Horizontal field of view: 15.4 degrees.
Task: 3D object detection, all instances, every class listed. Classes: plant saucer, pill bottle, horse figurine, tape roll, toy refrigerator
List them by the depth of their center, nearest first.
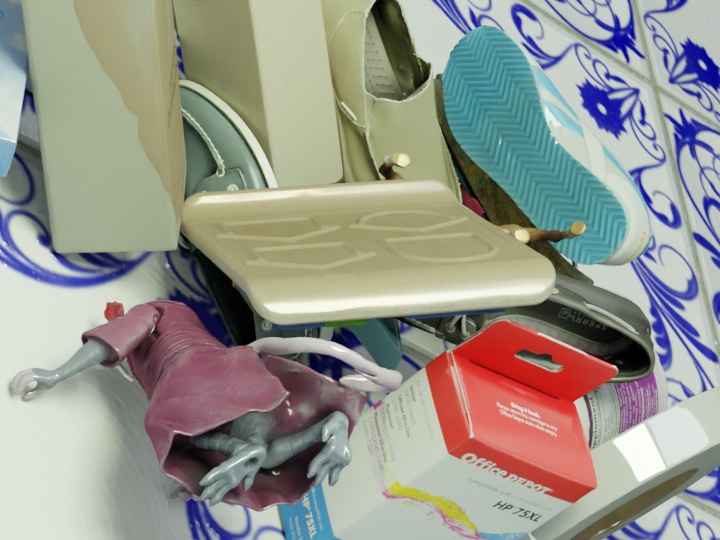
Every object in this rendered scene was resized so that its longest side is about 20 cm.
[{"bbox_3d":[-0.066,-0.140,1.718,0.076,0.200,0.070,25,47,36],"label":"toy refrigerator"},{"bbox_3d":[0.166,0.142,1.740,0.203,0.203,0.037,-12,68,-57],"label":"tape roll"},{"bbox_3d":[0.000,0.000,1.779,0.070,0.019,0.200,53,11,-21],"label":"plant saucer"},{"bbox_3d":[0.058,-0.027,1.780,0.199,0.133,0.050,18,73,-11],"label":"horse figurine"},{"bbox_3d":[0.121,0.098,1.813,0.200,0.112,0.112,-14,69,-57],"label":"pill bottle"}]

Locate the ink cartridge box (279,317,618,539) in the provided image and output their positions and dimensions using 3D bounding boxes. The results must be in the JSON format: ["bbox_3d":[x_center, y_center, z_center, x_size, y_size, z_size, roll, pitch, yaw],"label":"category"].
[{"bbox_3d":[0.058,0.120,1.616,0.116,0.200,0.067,23,41,-39],"label":"ink cartridge box"}]

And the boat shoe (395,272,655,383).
[{"bbox_3d":[0.104,0.028,1.725,0.199,0.067,0.057,13,24,-21],"label":"boat shoe"}]

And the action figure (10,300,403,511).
[{"bbox_3d":[-0.098,0.056,1.524,0.134,0.149,0.200,34,6,-42],"label":"action figure"}]

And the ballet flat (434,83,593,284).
[{"bbox_3d":[0.105,-0.058,1.893,0.071,0.071,0.200,-14,75,-57],"label":"ballet flat"}]

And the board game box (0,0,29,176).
[{"bbox_3d":[-0.266,-0.155,1.560,0.151,0.037,0.200,13,49,-14],"label":"board game box"}]

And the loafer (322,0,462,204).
[{"bbox_3d":[0.020,-0.107,1.823,0.076,0.068,0.200,-36,107,-35],"label":"loafer"}]

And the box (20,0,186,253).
[{"bbox_3d":[-0.151,-0.114,1.586,0.077,0.200,0.095,0,42,2],"label":"box"}]

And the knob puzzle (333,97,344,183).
[{"bbox_3d":[-0.057,-0.150,1.824,0.220,0.030,0.220,161,-90,-80],"label":"knob puzzle"}]

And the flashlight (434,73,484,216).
[{"bbox_3d":[0.076,-0.045,1.951,0.068,0.068,0.200,92,-23,-70],"label":"flashlight"}]

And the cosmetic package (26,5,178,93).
[{"bbox_3d":[-0.177,-0.195,1.749,0.113,0.081,0.200,38,34,-21],"label":"cosmetic package"}]

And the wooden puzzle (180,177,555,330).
[{"bbox_3d":[0.000,-0.003,1.604,0.185,0.046,0.200,-5,19,-17],"label":"wooden puzzle"}]

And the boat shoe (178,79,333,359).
[{"bbox_3d":[-0.088,-0.031,1.704,0.062,0.073,0.200,-22,78,-34],"label":"boat shoe"}]

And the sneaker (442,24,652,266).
[{"bbox_3d":[0.128,-0.083,1.843,0.200,0.076,0.081,58,20,19],"label":"sneaker"}]
